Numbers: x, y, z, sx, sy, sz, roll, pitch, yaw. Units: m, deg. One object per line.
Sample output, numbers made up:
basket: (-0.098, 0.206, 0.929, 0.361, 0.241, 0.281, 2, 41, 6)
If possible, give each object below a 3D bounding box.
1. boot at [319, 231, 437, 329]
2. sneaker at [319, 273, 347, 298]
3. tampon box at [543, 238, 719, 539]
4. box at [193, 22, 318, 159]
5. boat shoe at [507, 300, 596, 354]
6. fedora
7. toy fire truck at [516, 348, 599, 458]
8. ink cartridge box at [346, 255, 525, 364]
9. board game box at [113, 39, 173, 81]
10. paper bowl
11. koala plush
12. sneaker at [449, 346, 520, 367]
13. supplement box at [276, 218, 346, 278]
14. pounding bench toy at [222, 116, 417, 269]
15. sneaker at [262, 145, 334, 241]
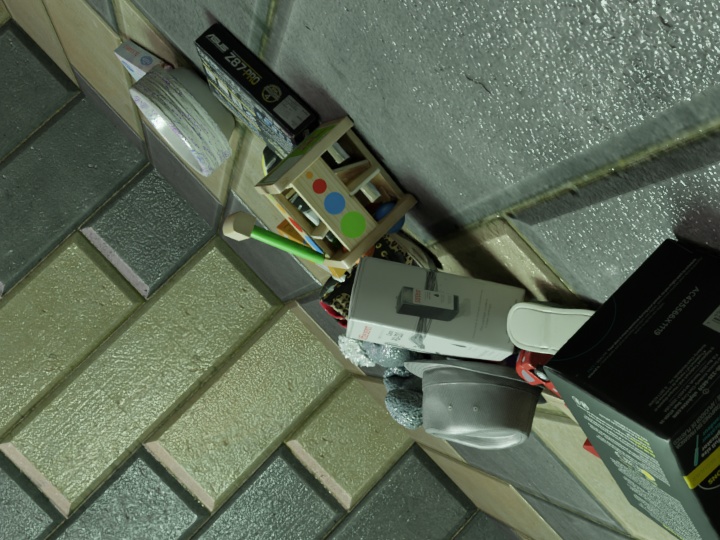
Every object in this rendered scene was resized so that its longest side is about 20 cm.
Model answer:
boot: (0.000, 0.000, 1.358, 0.200, 0.151, 0.073, 38, 167, 36)
sneaker: (-0.027, 0.078, 1.967, 0.074, 0.079, 0.200, 33, 165, 44)
tampon box: (0.265, 0.107, 0.721, 0.126, 0.150, 0.200, 32, 163, 54)
box: (-0.138, -0.230, 1.316, 0.200, 0.049, 0.161, 43, 168, 13)
boat shoe: (0.241, 0.073, 0.996, 0.061, 0.073, 0.200, 0, -170, -34)
fedora: (0.148, 0.179, 1.231, 0.199, 0.091, 0.177, 1, 159, 26)
toy fire truck: (0.263, 0.157, 1.139, 0.200, 0.049, 0.141, 36, 163, -2)
ink cartridge box: (0.085, 0.053, 1.159, 0.199, 0.085, 0.146, 13, 168, 0)
board game box: (-0.372, -0.339, 1.840, 0.200, 0.041, 0.200, 36, 166, 44)
paper bowl: (-0.297, -0.270, 1.638, 0.201, 0.104, 0.201, 43, 170, 10)
koala plush: (0.072, 0.139, 1.551, 0.200, 0.177, 0.184, 43, 173, 12)
sneaker: (0.191, 0.151, 1.360, 0.081, 0.088, 0.200, 53, 165, -26)
supplement box: (-0.075, -0.052, 1.698, 0.200, 0.066, 0.069, 30, 158, 55)
pounding bench toy: (-0.054, -0.065, 1.190, 0.156, 0.200, 0.124, 49, 169, -15)
sneaker: (-0.089, -0.118, 1.471, 0.200, 0.078, 0.090, 50, 171, -24)
